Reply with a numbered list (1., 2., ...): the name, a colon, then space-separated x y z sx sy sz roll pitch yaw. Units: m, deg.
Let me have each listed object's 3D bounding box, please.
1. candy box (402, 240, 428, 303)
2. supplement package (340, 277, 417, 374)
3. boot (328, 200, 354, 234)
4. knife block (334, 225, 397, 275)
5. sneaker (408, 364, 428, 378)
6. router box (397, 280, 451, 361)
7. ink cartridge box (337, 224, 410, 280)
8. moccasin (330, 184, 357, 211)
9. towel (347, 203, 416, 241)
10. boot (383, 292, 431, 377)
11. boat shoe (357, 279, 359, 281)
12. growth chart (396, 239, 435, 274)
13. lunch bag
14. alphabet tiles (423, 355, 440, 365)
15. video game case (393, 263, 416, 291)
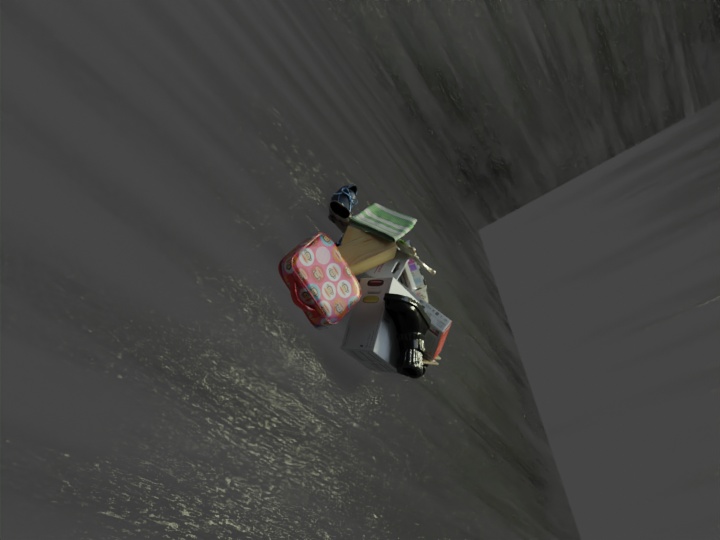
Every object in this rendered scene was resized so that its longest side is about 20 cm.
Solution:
1. candy box: 0.176 0.028 1.983 0.169 0.070 0.203 74 -1 -55
2. supplement package: 0.055 0.144 1.483 0.155 0.109 0.204 41 57 -44
3. boot: -0.020 -0.129 1.714 0.198 0.071 0.147 34 -13 26
4. knife block: -0.019 -0.019 1.486 0.064 0.195 0.179 99 11 -63
5. sneaker: 0.167 0.283 1.721 0.098 0.072 0.199 40 12 26
6. router box: 0.158 0.149 1.646 0.198 0.049 0.181 37 -29 19
7. ink cartridge box: 0.027 -0.028 1.570 0.197 0.117 0.067 29 -26 12
8. moccasin: -0.050 -0.243 1.857 0.081 0.067 0.202 50 22 -22
9. towel: 0.064 -0.137 1.573 0.150 0.024 0.200 24 25 16
10. boot: 0.110 0.163 1.400 0.211 0.078 0.161 42 57 -45
11. boat shoe: 0.023 0.090 1.601 0.066 0.070 0.206 60 34 -71
12. growth chart: 0.137 -0.052 1.603 0.144 0.018 0.200 39 0 36
13. lunch bag: -0.101 0.031 1.350 0.176 0.081 0.203 -44 107 -43
14. alphabet tiles: 0.165 0.233 1.722 0.167 0.008 0.198 41 14 36
15. video game case: 0.090 0.011 1.763 0.022 0.182 0.204 -3 62 -32
